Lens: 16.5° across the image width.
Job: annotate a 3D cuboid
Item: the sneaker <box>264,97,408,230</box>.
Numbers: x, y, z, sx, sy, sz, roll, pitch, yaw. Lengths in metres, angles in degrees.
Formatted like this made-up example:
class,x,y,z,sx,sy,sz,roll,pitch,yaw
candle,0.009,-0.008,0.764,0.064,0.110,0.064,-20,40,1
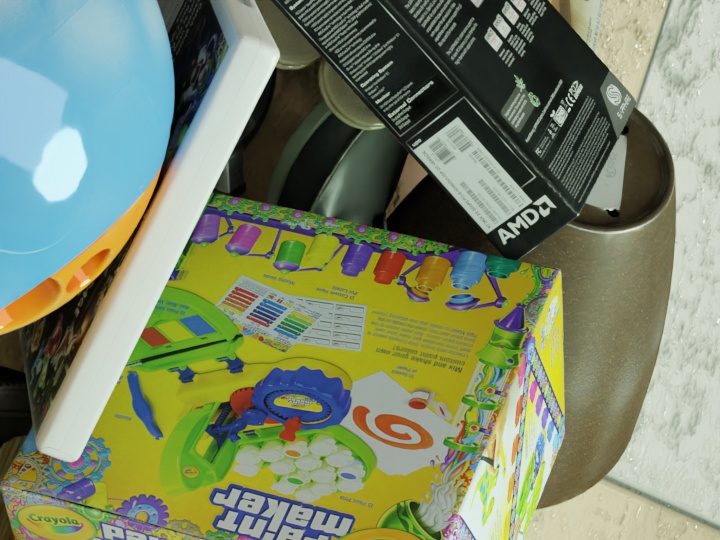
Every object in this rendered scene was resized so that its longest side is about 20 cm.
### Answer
class,x,y,z,sx,sy,sz,roll,pitch,yaw
sneaker,0.000,0.000,1.275,0.075,0.106,0.201,-7,131,-47

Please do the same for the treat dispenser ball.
class,x,y,z,sx,sy,sz,roll,pitch,yaw
treat dispenser ball,-0.173,-0.070,0.976,0.200,0.200,0.202,-25,122,-49

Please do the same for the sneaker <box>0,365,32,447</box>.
class,x,y,z,sx,sy,sz,roll,pitch,yaw
sneaker,-0.220,0.094,1.100,0.199,0.060,0.105,4,98,-50

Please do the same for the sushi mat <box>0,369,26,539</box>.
class,x,y,z,sx,sy,sz,roll,pitch,yaw
sushi mat,-0.147,0.081,1.236,0.096,0.012,0.201,39,70,-55

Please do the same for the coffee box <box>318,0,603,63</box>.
class,x,y,z,sx,sy,sz,roll,pitch,yaw
coffee box,0.052,-0.141,1.354,0.200,0.079,0.114,28,69,-56

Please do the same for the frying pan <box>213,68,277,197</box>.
class,x,y,z,sx,sy,sz,roll,pitch,yaw
frying pan,-0.082,-0.064,1.267,0.115,0.031,0.191,-6,104,-54

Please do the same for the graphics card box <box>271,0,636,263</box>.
class,x,y,z,sx,sy,sz,roll,pitch,yaw
graphics card box,0.037,-0.114,1.161,0.200,0.051,0.126,46,33,-10

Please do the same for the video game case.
class,x,y,z,sx,sy,sz,roll,pitch,yaw
video game case,-0.099,-0.043,1.083,0.023,0.182,0.201,22,109,-20

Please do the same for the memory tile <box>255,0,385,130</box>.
class,x,y,z,sx,sy,sz,roll,pitch,yaw
memory tile,-0.031,-0.176,1.208,0.200,0.017,0.154,36,69,-15

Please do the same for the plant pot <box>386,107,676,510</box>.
class,x,y,z,sx,sy,sz,roll,pitch,yaw
plant pot,0.090,-0.001,1.318,0.187,0.186,0.200,-47,168,-35

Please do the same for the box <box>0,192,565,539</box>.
class,x,y,z,sx,sy,sz,roll,pitch,yaw
box,-0.028,0.085,1.140,0.122,0.199,0.193,84,26,-47
